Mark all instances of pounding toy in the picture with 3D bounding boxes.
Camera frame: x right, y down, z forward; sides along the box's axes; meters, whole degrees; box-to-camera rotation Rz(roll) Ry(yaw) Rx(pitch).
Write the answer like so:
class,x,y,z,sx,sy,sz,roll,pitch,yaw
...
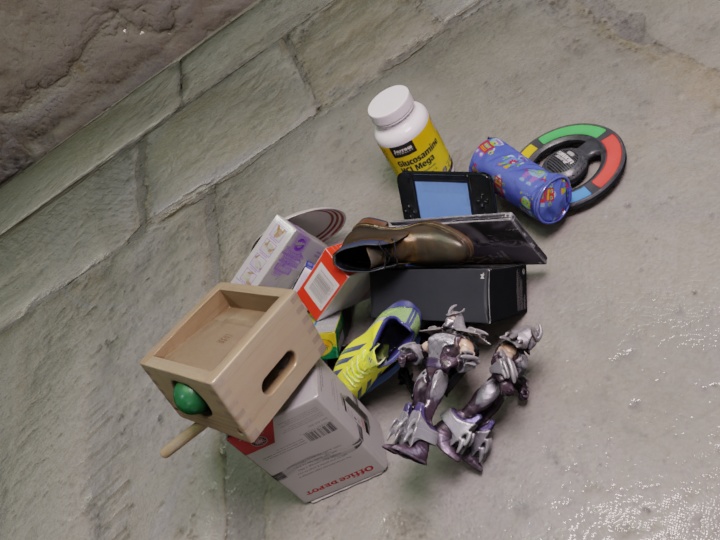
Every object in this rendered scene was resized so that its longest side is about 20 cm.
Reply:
class,x,y,z,sx,sy,sz,roll,pitch,yaw
pounding toy,-0.172,0.137,0.774,0.182,0.143,0.200,3,41,41

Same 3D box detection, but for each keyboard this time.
class,x,y,z,sx,sy,sz,roll,pitch,yaw
keyboard,0.101,0.131,0.878,0.128,0.021,0.200,-52,11,3

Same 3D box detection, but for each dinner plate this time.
class,x,y,z,sx,sy,sz,roll,pitch,yaw
dinner plate,-0.122,-0.074,1.181,0.198,0.200,0.025,-29,73,11

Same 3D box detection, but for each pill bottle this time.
class,x,y,z,sx,sy,sz,roll,pitch,yaw
pill bottle,0.095,-0.245,1.159,0.111,0.201,0.114,-20,43,20

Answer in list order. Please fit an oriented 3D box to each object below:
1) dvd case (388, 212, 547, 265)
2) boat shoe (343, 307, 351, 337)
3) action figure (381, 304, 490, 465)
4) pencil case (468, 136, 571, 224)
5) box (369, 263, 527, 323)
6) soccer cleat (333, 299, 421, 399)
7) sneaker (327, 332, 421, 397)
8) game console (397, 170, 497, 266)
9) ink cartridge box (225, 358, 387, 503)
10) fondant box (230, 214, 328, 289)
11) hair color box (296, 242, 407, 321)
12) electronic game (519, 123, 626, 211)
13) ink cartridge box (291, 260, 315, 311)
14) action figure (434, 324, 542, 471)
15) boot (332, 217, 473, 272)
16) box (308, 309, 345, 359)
class,x,y,z,sx,sy,sz,roll,pitch,yaw
dvd case,0.160,-0.041,0.909,0.197,0.148,0.016,0,67,37
boat shoe,-0.051,0.038,1.108,0.071,0.076,0.202,-11,46,31
action figure,0.090,0.133,0.751,0.130,0.069,0.203,-18,46,64
pencil case,0.261,-0.151,0.996,0.086,0.079,0.200,-23,38,-14
box,0.132,0.031,0.915,0.197,0.140,0.080,0,91,37
soccer cleat,0.013,0.124,0.862,0.201,0.064,0.084,-52,4,23
sneaker,0.001,0.141,0.947,0.199,0.078,0.070,-40,12,6
game console,0.127,-0.070,1.046,0.198,0.173,0.118,9,32,41
ink cartridge box,-0.071,0.226,0.853,0.145,0.201,0.084,-26,38,12
fondant box,-0.153,0.015,1.109,0.058,0.144,0.201,36,93,29
hair color box,0.000,0.000,0.993,0.064,0.199,0.111,50,128,18
electronic game,0.346,-0.175,1.029,0.197,0.042,0.202,-21,43,20
ink cartridge box,-0.126,0.085,1.062,0.202,0.044,0.094,-61,6,5
action figure,0.176,0.154,0.783,0.069,0.130,0.202,35,93,37
boot,0.055,-0.021,0.860,0.197,0.076,0.097,8,34,33
box,-0.127,0.109,0.954,0.196,0.049,0.117,-5,12,6
